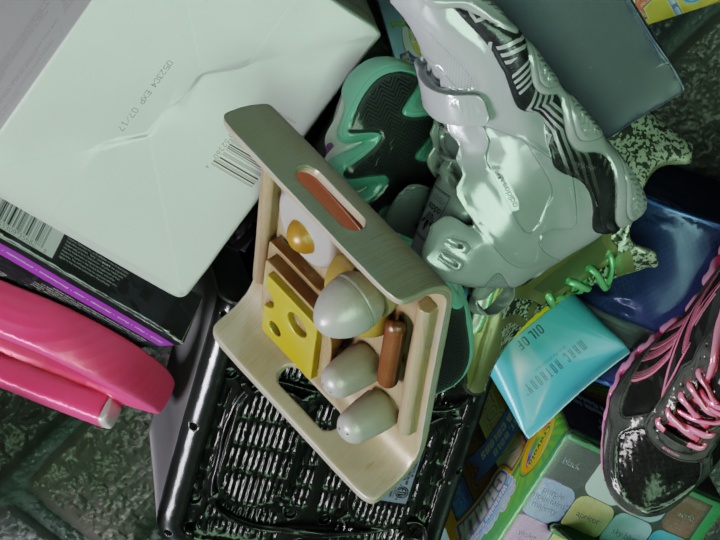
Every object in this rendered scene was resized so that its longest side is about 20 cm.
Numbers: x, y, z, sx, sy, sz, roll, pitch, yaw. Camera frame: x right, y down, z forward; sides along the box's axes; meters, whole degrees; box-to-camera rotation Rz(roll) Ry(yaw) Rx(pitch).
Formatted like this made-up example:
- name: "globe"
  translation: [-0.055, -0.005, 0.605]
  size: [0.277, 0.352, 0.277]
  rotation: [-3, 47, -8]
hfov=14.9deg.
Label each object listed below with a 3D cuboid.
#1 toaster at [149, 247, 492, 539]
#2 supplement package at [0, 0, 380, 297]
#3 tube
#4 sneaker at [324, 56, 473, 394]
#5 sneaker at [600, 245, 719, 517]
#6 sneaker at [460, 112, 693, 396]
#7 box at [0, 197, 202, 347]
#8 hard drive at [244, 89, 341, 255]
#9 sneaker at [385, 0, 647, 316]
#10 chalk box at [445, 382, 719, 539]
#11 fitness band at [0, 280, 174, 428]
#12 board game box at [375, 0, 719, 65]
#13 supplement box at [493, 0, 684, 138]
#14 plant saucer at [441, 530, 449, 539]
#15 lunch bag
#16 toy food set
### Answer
- name: "toaster"
  translation: [-0.026, 0.091, 1.672]
  size: [0.180, 0.119, 0.200]
  rotation: [10, 114, -14]
- name: "supplement package"
  translation: [-0.113, -0.132, 1.538]
  size: [0.147, 0.200, 0.191]
  rotation: [31, 108, -23]
- name: "tube"
  translation: [0.070, -0.003, 1.609]
  size: [0.077, 0.200, 0.050]
  rotation: [-42, 160, 16]
- name: "sneaker"
  translation: [-0.001, -0.038, 1.523]
  size: [0.078, 0.140, 0.200]
  rotation: [-14, 117, -18]
- name: "sneaker"
  translation: [0.195, 0.057, 1.528]
  size: [0.079, 0.095, 0.200]
  rotation: [29, 106, -3]
- name: "sneaker"
  translation: [0.121, -0.011, 1.545]
  size: [0.088, 0.077, 0.200]
  rotation: [28, 95, 1]
- name: "box"
  translation: [-0.193, -0.001, 1.601]
  size: [0.143, 0.200, 0.036]
  rotation: [31, 73, -22]
- name: "hard drive"
  translation: [0.000, 0.000, 1.717]
  size: [0.139, 0.033, 0.200]
  rotation: [22, 111, -19]
- name: "sneaker"
  translation: [0.051, -0.065, 1.397]
  size: [0.115, 0.075, 0.200]
  rotation: [-42, 119, 2]
- name: "chalk box"
  translation: [0.134, 0.144, 1.718]
  size: [0.125, 0.200, 0.124]
  rotation: [26, 110, -20]
- name: "fitness band"
  translation: [-0.205, 0.041, 1.629]
  size: [0.200, 0.144, 0.038]
  rotation: [19, 75, 19]
- name: "board game box"
  translation: [0.102, -0.194, 1.636]
  size: [0.200, 0.034, 0.135]
  rotation: [-18, 117, 0]
- name: "supplement box"
  translation: [0.086, -0.150, 1.523]
  size: [0.109, 0.200, 0.109]
  rotation: [-32, 117, 6]
- name: "plant saucer"
  translation: [0.033, 0.235, 1.839]
  size: [0.199, 0.036, 0.200]
  rotation: [-4, 118, -8]
- name: "lunch bag"
  translation: [0.192, 0.015, 1.670]
  size: [0.136, 0.200, 0.133]
  rotation: [20, 102, 2]
- name: "toy food set"
  translation: [-0.027, 0.021, 1.447]
  size: [0.060, 0.144, 0.200]
  rotation: [-33, 154, -26]
